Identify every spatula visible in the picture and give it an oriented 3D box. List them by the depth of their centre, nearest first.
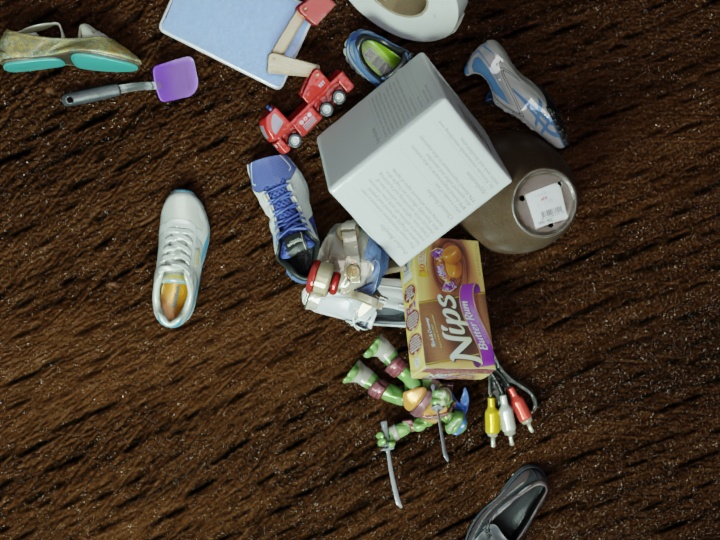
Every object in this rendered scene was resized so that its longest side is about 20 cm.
[{"bbox_3d":[-0.333,-0.263,1.454,0.197,0.021,0.057,-11,114,-1],"label":"spatula"}]

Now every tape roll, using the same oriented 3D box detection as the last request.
[{"bbox_3d":[0.054,-0.398,1.385,0.201,0.203,0.037,33,69,-9],"label":"tape roll"}]

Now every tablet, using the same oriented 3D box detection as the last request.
[{"bbox_3d":[-0.178,-0.364,1.460,0.198,0.014,0.132,25,95,-10],"label":"tablet"}]

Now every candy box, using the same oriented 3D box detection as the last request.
[{"bbox_3d":[0.124,0.055,1.473,0.115,0.056,0.203,4,66,-22],"label":"candy box"}]

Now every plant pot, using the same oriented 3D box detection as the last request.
[{"bbox_3d":[0.238,-0.104,1.445,0.184,0.200,0.190,-1,99,-6],"label":"plant pot"}]

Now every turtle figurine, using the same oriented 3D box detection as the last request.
[{"bbox_3d":[0.064,0.204,1.492,0.193,0.144,0.201,39,66,3],"label":"turtle figurine"}]

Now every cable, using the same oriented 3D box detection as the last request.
[{"bbox_3d":[0.216,0.169,1.558,0.096,0.050,0.203,-20,101,-3],"label":"cable"}]

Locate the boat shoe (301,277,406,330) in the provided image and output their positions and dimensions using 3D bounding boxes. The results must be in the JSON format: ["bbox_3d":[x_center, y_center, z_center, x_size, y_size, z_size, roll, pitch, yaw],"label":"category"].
[{"bbox_3d":[0.012,0.056,1.505,0.197,0.069,0.072,6,141,-13],"label":"boat shoe"}]

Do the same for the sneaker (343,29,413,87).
[{"bbox_3d":[0.059,-0.272,1.458,0.199,0.089,0.079,36,95,-9],"label":"sneaker"}]

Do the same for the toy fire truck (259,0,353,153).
[{"bbox_3d":[-0.087,-0.284,1.452,0.200,0.049,0.141,-44,109,0],"label":"toy fire truck"}]

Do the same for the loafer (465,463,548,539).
[{"bbox_3d":[0.228,0.398,1.587,0.071,0.063,0.201,33,94,-9],"label":"loafer"}]

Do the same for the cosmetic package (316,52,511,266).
[{"bbox_3d":[0.070,-0.155,1.397,0.199,0.167,0.167,-36,122,14],"label":"cosmetic package"}]

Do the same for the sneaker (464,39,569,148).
[{"bbox_3d":[0.234,-0.253,1.496,0.200,0.072,0.072,44,117,-13],"label":"sneaker"}]

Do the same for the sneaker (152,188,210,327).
[{"bbox_3d":[-0.262,-0.017,1.469,0.075,0.081,0.203,4,97,-4],"label":"sneaker"}]

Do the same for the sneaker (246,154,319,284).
[{"bbox_3d":[-0.098,-0.070,1.459,0.079,0.115,0.202,-20,100,-3],"label":"sneaker"}]

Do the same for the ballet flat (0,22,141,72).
[{"bbox_3d":[-0.410,-0.317,1.421,0.197,0.071,0.072,-1,99,-5],"label":"ballet flat"}]

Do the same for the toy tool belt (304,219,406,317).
[{"bbox_3d":[0.000,0.000,1.396,0.121,0.200,0.127,17,108,2],"label":"toy tool belt"}]
